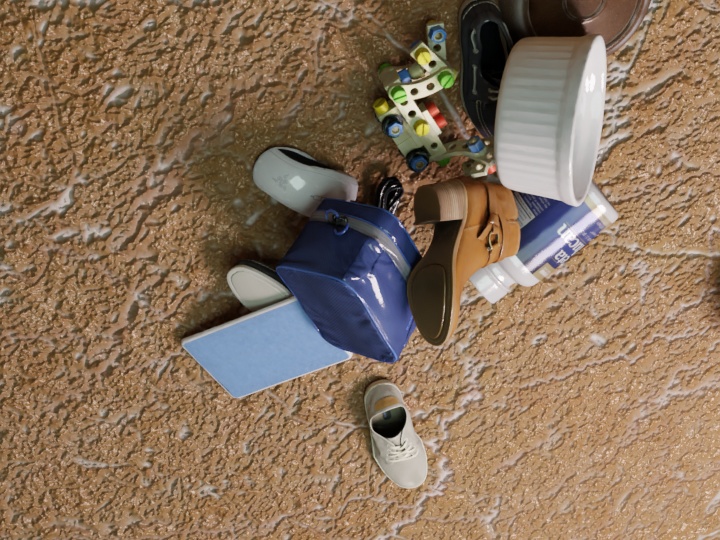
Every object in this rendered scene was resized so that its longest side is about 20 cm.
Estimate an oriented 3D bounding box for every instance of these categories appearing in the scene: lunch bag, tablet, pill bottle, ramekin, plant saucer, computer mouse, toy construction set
[{"bbox_3d":[0.000,0.000,1.583,0.133,0.135,0.200,-56,139,-24],"label":"lunch bag"},{"bbox_3d":[-0.124,0.102,1.702,0.199,0.014,0.130,-21,128,26],"label":"tablet"},{"bbox_3d":[0.224,-0.050,1.673,0.200,0.111,0.111,-39,122,12],"label":"pill bottle"},{"bbox_3d":[0.224,-0.181,1.527,0.097,0.201,0.202,8,124,19],"label":"ramekin"},{"bbox_3d":[0.266,-0.332,1.559,0.199,0.032,0.201,-7,122,-11],"label":"plant saucer"},{"bbox_3d":[-0.043,-0.092,1.625,0.199,0.044,0.110,19,116,-23],"label":"computer mouse"},{"bbox_3d":[0.092,-0.192,1.574,0.131,0.092,0.200,-33,113,7],"label":"toy construction set"}]

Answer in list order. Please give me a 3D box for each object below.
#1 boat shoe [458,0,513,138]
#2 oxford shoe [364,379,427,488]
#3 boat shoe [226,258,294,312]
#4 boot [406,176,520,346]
[{"bbox_3d":[0.160,-0.232,1.574,0.072,0.063,0.201,-16,123,-3],"label":"boat shoe"},{"bbox_3d":[0.051,0.245,1.847,0.075,0.058,0.201,-20,125,-4],"label":"oxford shoe"},{"bbox_3d":[-0.087,0.036,1.685,0.199,0.061,0.074,33,141,-24],"label":"boat shoe"},{"bbox_3d":[0.134,-0.013,1.570,0.154,0.073,0.202,-5,99,-45],"label":"boot"}]
